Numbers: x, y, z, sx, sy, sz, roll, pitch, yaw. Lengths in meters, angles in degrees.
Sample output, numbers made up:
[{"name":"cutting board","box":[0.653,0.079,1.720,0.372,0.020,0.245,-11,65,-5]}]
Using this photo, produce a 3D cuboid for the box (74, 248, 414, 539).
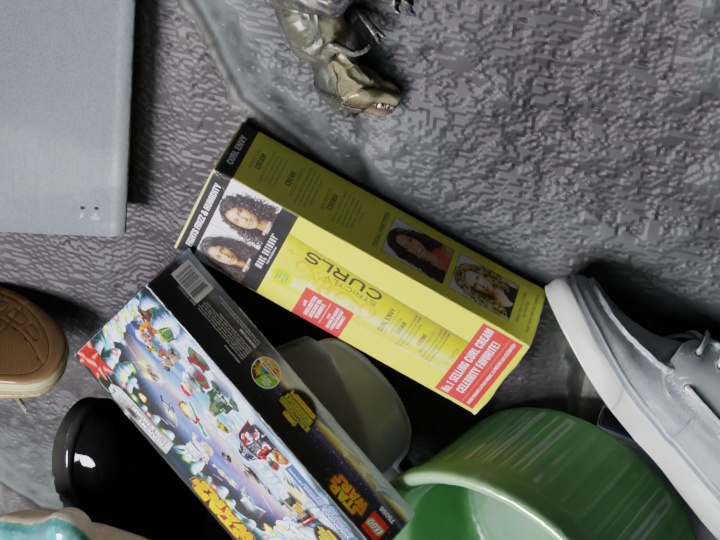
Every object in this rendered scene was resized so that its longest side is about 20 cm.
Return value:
[{"name":"box","box":[-0.073,0.095,0.912,0.200,0.040,0.137,49,147,-3]}]

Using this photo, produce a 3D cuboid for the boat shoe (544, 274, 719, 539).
[{"name":"boat shoe","box":[0.182,0.069,0.856,0.071,0.070,0.201,-37,103,13]}]

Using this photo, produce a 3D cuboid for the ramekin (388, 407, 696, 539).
[{"name":"ramekin","box":[0.106,0.180,0.916,0.199,0.098,0.201,25,133,30]}]

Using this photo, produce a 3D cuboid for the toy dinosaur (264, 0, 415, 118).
[{"name":"toy dinosaur","box":[-0.022,-0.153,0.750,0.088,0.048,0.201,-12,121,38]}]

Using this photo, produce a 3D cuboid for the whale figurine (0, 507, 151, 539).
[{"name":"whale figurine","box":[-0.152,0.226,0.982,0.158,0.104,0.200,-8,139,38]}]

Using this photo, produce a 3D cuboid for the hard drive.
[{"name":"hard drive","box":[-0.193,-0.104,0.837,0.138,0.033,0.201,3,134,-9]}]

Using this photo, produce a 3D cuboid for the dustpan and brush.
[{"name":"dustpan and brush","box":[-0.005,0.116,0.982,0.139,0.057,0.201,-21,113,41]}]

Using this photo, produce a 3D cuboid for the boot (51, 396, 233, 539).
[{"name":"boot","box":[-0.094,0.160,1.026,0.157,0.080,0.212,-1,140,31]}]

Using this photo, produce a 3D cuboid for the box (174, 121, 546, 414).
[{"name":"box","box":[0.000,0.000,0.870,0.199,0.050,0.075,29,134,-6]}]

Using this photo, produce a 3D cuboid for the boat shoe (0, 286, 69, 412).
[{"name":"boat shoe","box":[-0.271,0.051,1.014,0.199,0.074,0.063,12,140,26]}]

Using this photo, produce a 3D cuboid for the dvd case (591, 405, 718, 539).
[{"name":"dvd case","box":[0.215,0.172,0.956,0.199,0.025,0.151,22,134,3]}]
